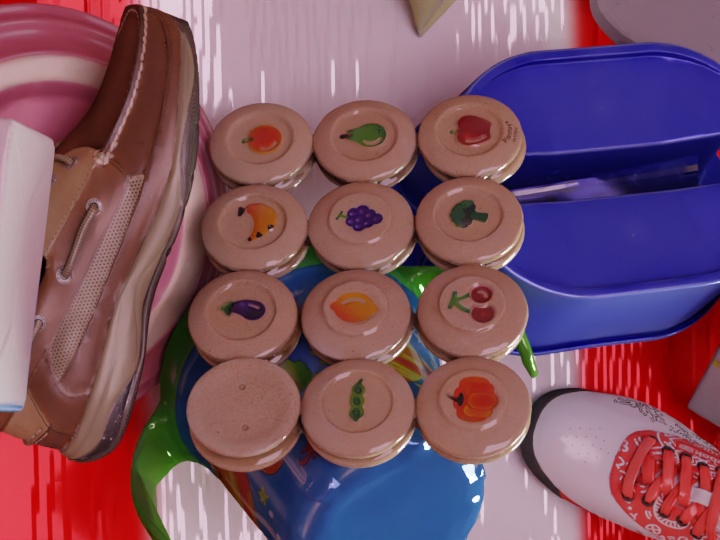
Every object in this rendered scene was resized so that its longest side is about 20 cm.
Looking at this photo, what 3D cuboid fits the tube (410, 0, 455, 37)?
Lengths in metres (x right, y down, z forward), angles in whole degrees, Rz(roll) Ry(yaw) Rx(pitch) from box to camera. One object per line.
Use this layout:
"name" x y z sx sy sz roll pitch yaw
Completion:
"tube" 0.029 -0.202 1.007 0.058 0.052 0.200 -14 142 10

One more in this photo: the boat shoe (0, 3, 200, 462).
"boat shoe" -0.122 -0.019 0.911 0.073 0.076 0.202 14 86 -20

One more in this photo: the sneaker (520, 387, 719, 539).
"sneaker" 0.186 0.119 1.089 0.200 0.108 0.068 31 78 -14

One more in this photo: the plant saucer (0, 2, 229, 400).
"plant saucer" -0.148 -0.023 0.965 0.199 0.051 0.202 -1 93 -25

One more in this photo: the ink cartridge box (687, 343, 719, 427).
"ink cartridge box" 0.237 0.024 1.098 0.068 0.200 0.115 31 64 11

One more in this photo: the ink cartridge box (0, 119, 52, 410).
"ink cartridge box" -0.235 -0.011 0.855 0.198 0.068 0.116 6 87 8

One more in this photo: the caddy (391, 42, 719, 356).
"caddy" 0.113 -0.034 1.062 0.198 0.105 0.143 -6 75 -20

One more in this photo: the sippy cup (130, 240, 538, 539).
"sippy cup" -0.009 0.076 0.964 0.139 0.131 0.178 19 113 -39

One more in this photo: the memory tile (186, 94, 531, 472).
"memory tile" 0.000 0.000 0.936 0.152 0.017 0.201 -1 54 4

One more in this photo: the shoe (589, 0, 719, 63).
"shoe" 0.217 -0.112 1.129 0.198 0.091 0.072 14 72 4
